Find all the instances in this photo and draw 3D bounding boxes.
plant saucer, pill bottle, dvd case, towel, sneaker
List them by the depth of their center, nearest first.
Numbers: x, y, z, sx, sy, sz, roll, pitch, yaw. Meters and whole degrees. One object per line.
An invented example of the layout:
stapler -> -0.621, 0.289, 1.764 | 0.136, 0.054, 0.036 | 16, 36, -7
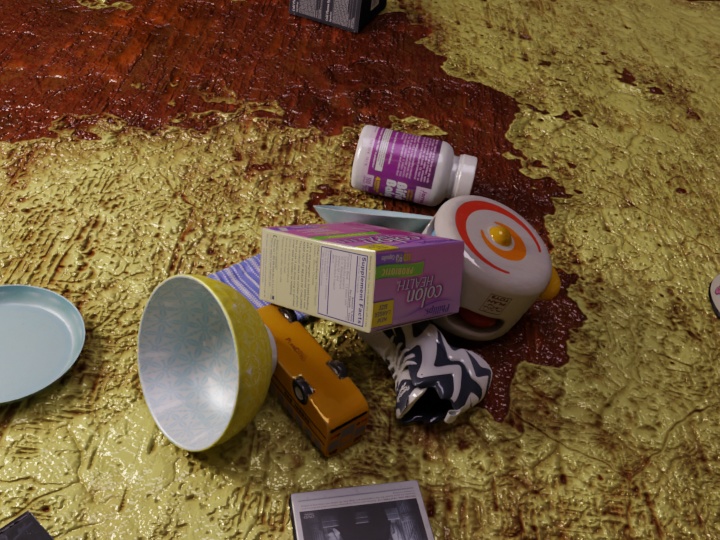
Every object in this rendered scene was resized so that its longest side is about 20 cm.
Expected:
dvd case -> 0.012, 0.315, 0.807 | 0.149, 0.025, 0.201 | -2, 42, -13
plant saucer -> -0.445, 0.095, 0.966 | 0.199, 0.028, 0.201 | 6, 41, -5
sneaker -> 0.058, 0.126, 0.989 | 0.199, 0.080, 0.130 | 35, 37, 12
towel -> -0.147, 0.035, 1.096 | 0.199, 0.024, 0.145 | -26, 53, -35
plant saucer -> 0.024, -0.072, 1.197 | 0.200, 0.039, 0.201 | 7, 7, -1
pill bottle -> 0.091, -0.171, 1.312 | 0.199, 0.113, 0.113 | 13, 41, 4

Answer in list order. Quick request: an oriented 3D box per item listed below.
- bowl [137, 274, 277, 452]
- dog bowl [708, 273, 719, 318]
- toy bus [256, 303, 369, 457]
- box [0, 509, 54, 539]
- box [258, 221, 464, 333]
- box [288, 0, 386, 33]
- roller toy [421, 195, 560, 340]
bowl -> -0.163, 0.101, 0.910 | 0.107, 0.201, 0.200 | -4, 38, -47
dog bowl -> 0.657, 0.041, 1.214 | 0.199, 0.074, 0.201 | 5, 41, -5
toy bus -> -0.074, 0.128, 0.962 | 0.065, 0.079, 0.200 | -23, 51, -31
box -> -0.299, 0.340, 0.668 | 0.200, 0.086, 0.163 | 35, 46, 27
box -> 0.000, 0.000, 0.996 | 0.199, 0.097, 0.175 | 14, 14, 41
box -> -0.048, -0.672, 1.865 | 0.181, 0.105, 0.200 | 19, 41, 12
roller toy -> 0.168, -0.007, 1.091 | 0.200, 0.140, 0.182 | 47, 43, 16
